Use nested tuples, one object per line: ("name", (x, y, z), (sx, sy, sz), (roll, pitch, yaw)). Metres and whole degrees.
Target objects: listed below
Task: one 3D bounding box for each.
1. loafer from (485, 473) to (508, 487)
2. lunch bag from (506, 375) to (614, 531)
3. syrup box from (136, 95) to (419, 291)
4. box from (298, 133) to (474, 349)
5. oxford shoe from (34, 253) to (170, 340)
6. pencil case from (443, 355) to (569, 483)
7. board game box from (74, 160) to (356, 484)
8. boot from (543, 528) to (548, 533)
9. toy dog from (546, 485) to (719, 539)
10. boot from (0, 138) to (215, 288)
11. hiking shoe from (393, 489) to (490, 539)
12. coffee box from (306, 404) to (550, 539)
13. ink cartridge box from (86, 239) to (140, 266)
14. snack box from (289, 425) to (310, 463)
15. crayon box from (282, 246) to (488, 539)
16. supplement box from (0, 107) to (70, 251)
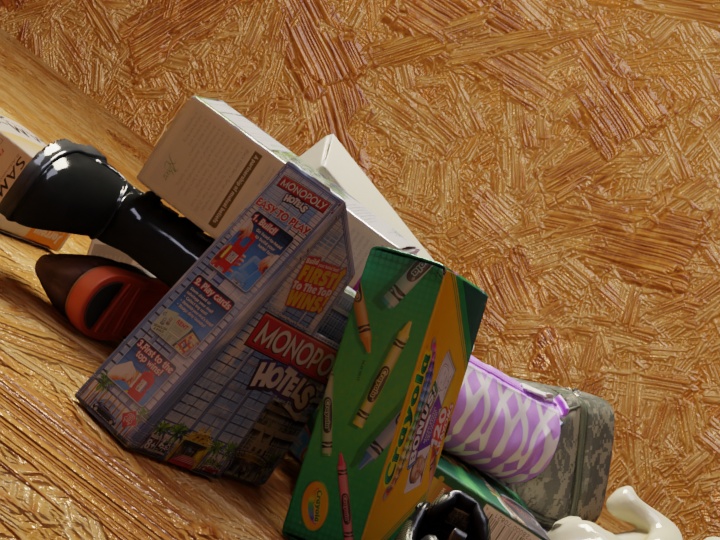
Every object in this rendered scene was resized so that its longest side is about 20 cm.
("loafer", (0.069, 0.118, 1.458), (0.201, 0.071, 0.063), (61, -2, 26))
("lunch bag", (0.122, 0.167, 1.573), (0.199, 0.141, 0.167), (9, 1, 39))
("syrup box", (-0.060, -0.042, 1.255), (0.199, 0.082, 0.079), (37, 10, 8))
("box", (0.000, 0.000, 1.361), (0.200, 0.095, 0.078), (49, 18, -16))
("oxford shoe", (-0.179, 0.021, 1.322), (0.072, 0.072, 0.200), (33, 1, 29))
("pencil case", (0.080, 0.100, 1.308), (0.199, 0.085, 0.084), (30, 27, -40))
("board game box", (-0.059, 0.040, 1.105), (0.062, 0.201, 0.200), (36, 3, 34))
("boot", (0.126, 0.247, 1.474), (0.090, 0.073, 0.200), (19, -14, 48))
("toy dog", (0.208, 0.279, 1.375), (0.139, 0.196, 0.199), (-19, -37, 35))
("boot", (-0.153, -0.013, 1.229), (0.200, 0.066, 0.165), (39, 16, 3))
("hiking shoe", (0.050, 0.186, 1.032), (0.075, 0.101, 0.200), (36, 3, 2))
("coffee box", (0.049, 0.158, 1.302), (0.199, 0.044, 0.123), (34, 4, -11))
("ink cartridge box", (-0.116, 0.026, 1.461), (0.198, 0.045, 0.176), (7, -17, 35))
("snack box", (0.025, 0.189, 1.348), (0.116, 0.037, 0.200), (34, 4, -37))
("crayon box", (0.020, 0.094, 1.137), (0.058, 0.202, 0.119), (16, -4, 20))
("supplement box", (-0.341, -0.110, 1.467), (0.199, 0.074, 0.126), (38, 4, 19))
